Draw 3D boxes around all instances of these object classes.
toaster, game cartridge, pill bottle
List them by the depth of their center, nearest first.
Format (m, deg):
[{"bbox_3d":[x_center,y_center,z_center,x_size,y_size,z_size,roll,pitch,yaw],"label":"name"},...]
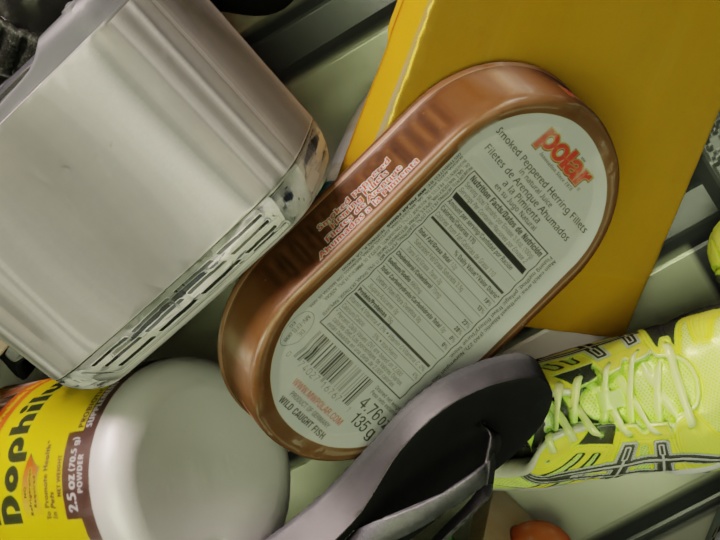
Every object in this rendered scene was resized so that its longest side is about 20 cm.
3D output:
[{"bbox_3d":[-0.103,-0.046,0.933,0.200,0.114,0.129,-41,103,19],"label":"toaster"},{"bbox_3d":[0.081,-0.071,0.981,0.176,0.032,0.201,9,111,-33],"label":"game cartridge"},{"bbox_3d":[-0.132,0.104,1.038,0.200,0.109,0.110,-12,110,47],"label":"pill bottle"}]

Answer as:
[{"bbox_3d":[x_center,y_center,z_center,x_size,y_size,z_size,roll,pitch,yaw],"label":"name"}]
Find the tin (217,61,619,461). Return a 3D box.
[{"bbox_3d":[0.028,-0.001,0.949,0.200,0.042,0.112,-45,134,1],"label":"tin"}]

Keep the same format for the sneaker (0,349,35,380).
[{"bbox_3d":[-0.101,-0.003,1.054,0.199,0.071,0.080,-16,110,25],"label":"sneaker"}]

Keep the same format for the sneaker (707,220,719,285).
[{"bbox_3d":[0.255,0.028,1.015,0.200,0.074,0.084,36,113,-5],"label":"sneaker"}]

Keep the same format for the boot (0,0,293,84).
[{"bbox_3d":[-0.125,-0.101,1.016,0.210,0.079,0.159,11,103,15],"label":"boot"}]

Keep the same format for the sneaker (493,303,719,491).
[{"bbox_3d":[0.117,0.067,1.010,0.200,0.076,0.076,-23,80,35],"label":"sneaker"}]

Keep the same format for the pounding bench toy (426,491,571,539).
[{"bbox_3d":[0.036,0.181,1.069,0.200,0.124,0.156,44,108,-7],"label":"pounding bench toy"}]

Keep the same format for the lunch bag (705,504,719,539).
[{"bbox_3d":[0.195,0.145,0.996,0.075,0.200,0.161,23,110,3],"label":"lunch bag"}]

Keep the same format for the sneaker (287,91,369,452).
[{"bbox_3d":[-0.001,0.000,1.029,0.070,0.093,0.200,26,110,-2],"label":"sneaker"}]

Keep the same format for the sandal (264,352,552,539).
[{"bbox_3d":[0.011,0.115,0.966,0.200,0.076,0.043,-41,57,2],"label":"sandal"}]

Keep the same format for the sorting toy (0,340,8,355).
[{"bbox_3d":[-0.296,0.036,1.035,0.200,0.070,0.199,40,112,-8],"label":"sorting toy"}]
